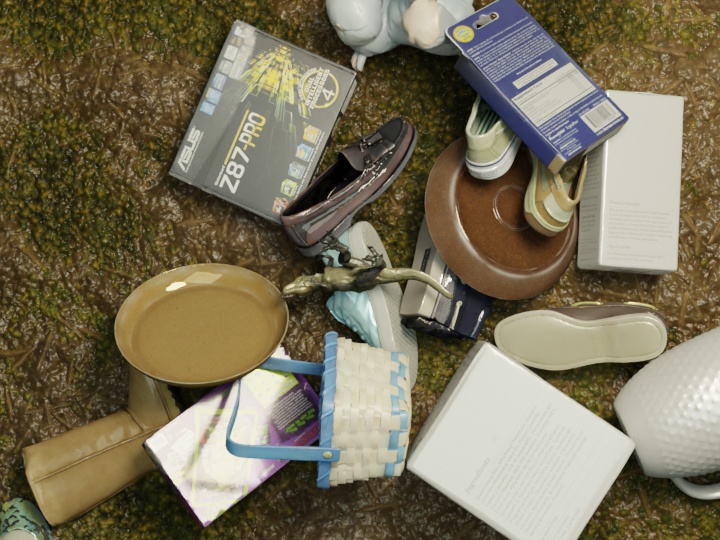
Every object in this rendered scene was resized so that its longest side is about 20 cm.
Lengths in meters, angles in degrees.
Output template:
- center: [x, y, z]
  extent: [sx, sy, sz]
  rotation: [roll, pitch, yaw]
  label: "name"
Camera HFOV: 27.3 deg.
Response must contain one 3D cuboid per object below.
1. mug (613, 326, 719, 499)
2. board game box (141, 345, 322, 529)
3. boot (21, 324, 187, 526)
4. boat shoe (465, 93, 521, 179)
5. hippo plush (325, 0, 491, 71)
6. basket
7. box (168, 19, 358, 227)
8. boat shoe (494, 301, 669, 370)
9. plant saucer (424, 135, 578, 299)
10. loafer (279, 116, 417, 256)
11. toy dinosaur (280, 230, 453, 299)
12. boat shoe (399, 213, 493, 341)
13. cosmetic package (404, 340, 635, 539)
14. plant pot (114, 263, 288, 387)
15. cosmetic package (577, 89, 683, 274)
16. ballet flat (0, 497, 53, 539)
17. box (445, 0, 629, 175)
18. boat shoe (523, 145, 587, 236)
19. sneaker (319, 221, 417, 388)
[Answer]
- center: [0.390, 0.175, 1.673]
  extent: [0.174, 0.148, 0.201]
  rotation: [-24, 118, 5]
  label: "mug"
- center: [-0.137, 0.188, 1.702]
  extent: [0.199, 0.032, 0.120]
  rotation: [-35, 84, -22]
  label: "board game box"
- center: [-0.304, 0.180, 1.728]
  extent: [0.198, 0.066, 0.177]
  rotation: [-24, 86, 2]
  label: "boot"
- center: [0.164, -0.188, 1.676]
  extent: [0.071, 0.062, 0.201]
  rotation: [5, 47, 17]
  label: "boat shoe"
- center: [0.050, -0.313, 1.705]
  extent: [0.159, 0.200, 0.161]
  rotation: [3, 82, 26]
  label: "hippo plush"
- center: [-0.044, 0.155, 1.632]
  extent: [0.198, 0.177, 0.140]
  rotation: [9, 121, -1]
  label: "basket"
- center: [-0.112, -0.170, 1.743]
  extent: [0.160, 0.049, 0.202]
  rotation: [24, 90, 6]
  label: "box"
- center: [0.255, 0.070, 1.710]
  extent: [0.198, 0.060, 0.073]
  rotation: [-3, 107, 19]
  label: "boat shoe"
- center: [0.169, -0.069, 1.691]
  extent: [0.198, 0.034, 0.203]
  rotation: [7, 72, -21]
  label: "plant saucer"
- center: [-0.013, -0.107, 1.708]
  extent: [0.200, 0.072, 0.063]
  rotation: [-49, 125, -9]
  label: "loafer"
- center: [0.000, 0.000, 1.650]
  extent: [0.198, 0.088, 0.048]
  rotation: [0, 57, 18]
  label: "toy dinosaur"
- center: [0.116, -0.013, 1.725]
  extent: [0.092, 0.075, 0.202]
  rotation: [23, 79, -24]
  label: "boat shoe"
- center: [0.173, 0.200, 1.658]
  extent: [0.199, 0.165, 0.166]
  rotation: [34, 89, 2]
  label: "cosmetic package"
- center: [-0.180, 0.067, 1.690]
  extent: [0.198, 0.201, 0.028]
  rotation: [1, 130, 2]
  label: "plant pot"
- center: [0.309, -0.100, 1.703]
  extent: [0.101, 0.074, 0.202]
  rotation: [5, 86, -14]
  label: "cosmetic package"
- center: [-0.386, 0.365, 1.721]
  extent: [0.073, 0.074, 0.202]
  rotation: [-14, 87, 2]
  label: "ballet flat"
- center: [0.189, -0.208, 1.634]
  extent: [0.121, 0.032, 0.200]
  rotation: [-32, 76, -35]
  label: "box"
- center: [0.232, -0.131, 1.669]
  extent: [0.071, 0.076, 0.201]
  rotation: [23, 48, -20]
  label: "boat shoe"
- center: [0.007, 0.048, 1.728]
  extent: [0.081, 0.074, 0.202]
  rotation: [-18, 88, 26]
  label: "sneaker"
